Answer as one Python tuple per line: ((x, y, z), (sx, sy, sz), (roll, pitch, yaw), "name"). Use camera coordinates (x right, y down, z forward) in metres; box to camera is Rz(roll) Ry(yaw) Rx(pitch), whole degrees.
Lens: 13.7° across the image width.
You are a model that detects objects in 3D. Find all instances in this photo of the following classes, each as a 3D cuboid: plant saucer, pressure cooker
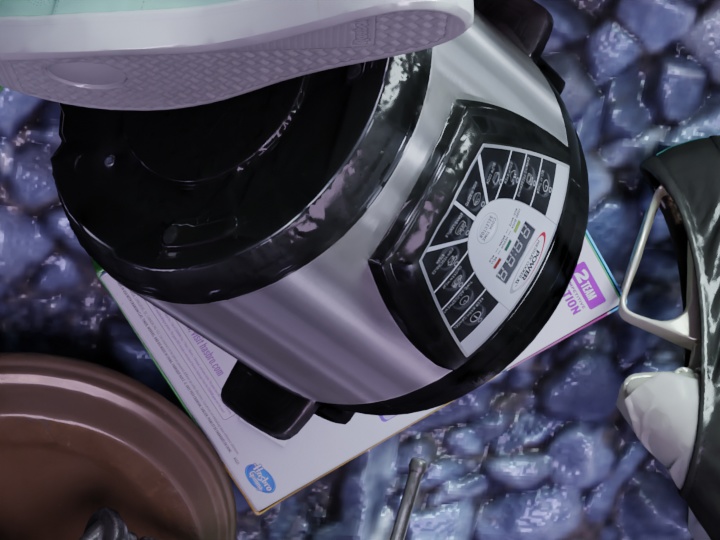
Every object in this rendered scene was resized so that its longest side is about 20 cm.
((-0.155, 0.123, 1.369), (0.199, 0.030, 0.201), (-2, 128, -2), "plant saucer")
((-0.004, -0.040, 1.206), (0.175, 0.180, 0.200), (-21, 147, 23), "pressure cooker")

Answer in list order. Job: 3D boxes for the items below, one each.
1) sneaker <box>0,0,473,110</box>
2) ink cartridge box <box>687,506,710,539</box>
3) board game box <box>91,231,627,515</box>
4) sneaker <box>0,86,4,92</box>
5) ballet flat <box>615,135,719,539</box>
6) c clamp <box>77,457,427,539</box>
((-0.055, -0.129, 1.101), (0.199, 0.119, 0.074), (-9, 164, 19), "sneaker")
((0.263, 0.084, 1.447), (0.199, 0.067, 0.118), (-4, 117, -10), "ink cartridge box")
((0.000, 0.000, 1.357), (0.199, 0.040, 0.153), (-29, 120, 3), "board game box")
((-0.193, -0.079, 1.236), (0.074, 0.084, 0.200), (33, 120, -18), "sneaker")
((0.150, 0.037, 1.355), (0.068, 0.201, 0.068), (2, 161, -1), "ballet flat")
((-0.065, 0.157, 1.345), (0.199, 0.027, 0.172), (11, 87, -36), "c clamp")
